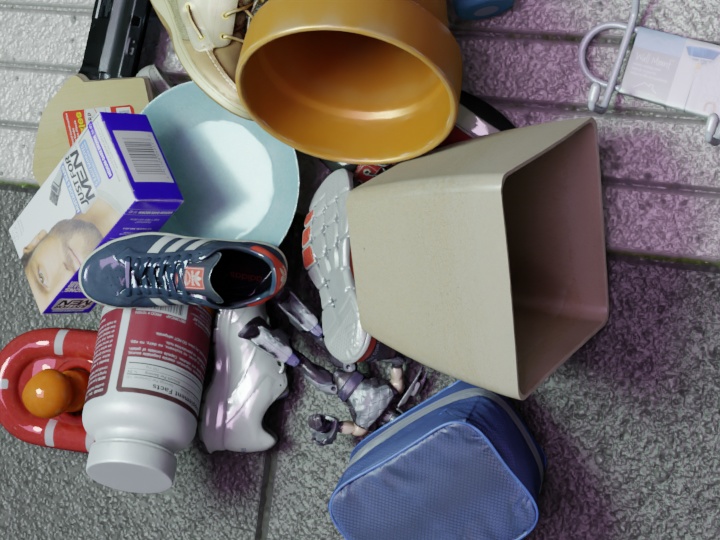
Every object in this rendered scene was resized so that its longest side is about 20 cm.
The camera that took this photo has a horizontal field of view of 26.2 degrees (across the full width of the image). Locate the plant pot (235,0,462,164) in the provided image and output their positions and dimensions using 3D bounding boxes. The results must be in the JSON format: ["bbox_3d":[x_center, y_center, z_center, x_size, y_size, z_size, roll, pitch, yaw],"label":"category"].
[{"bbox_3d":[0.001,-0.227,1.413,0.200,0.200,0.184,-4,57,23],"label":"plant pot"}]

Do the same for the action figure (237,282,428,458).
[{"bbox_3d":[-0.022,0.104,1.519,0.200,0.069,0.130,39,84,6],"label":"action figure"}]

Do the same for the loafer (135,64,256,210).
[{"bbox_3d":[-0.155,-0.145,1.607,0.070,0.070,0.200,-44,78,8],"label":"loafer"}]

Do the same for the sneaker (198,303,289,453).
[{"bbox_3d":[-0.111,0.090,1.580,0.087,0.075,0.200,7,90,2],"label":"sneaker"}]

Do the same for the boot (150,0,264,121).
[{"bbox_3d":[-0.109,-0.257,1.475,0.155,0.073,0.200,-43,59,23],"label":"boot"}]

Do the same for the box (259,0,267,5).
[{"bbox_3d":[-0.066,-0.376,1.560,0.124,0.097,0.200,45,105,19],"label":"box"}]

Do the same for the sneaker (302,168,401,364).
[{"bbox_3d":[0.000,0.000,1.495,0.077,0.082,0.200,-29,60,45],"label":"sneaker"}]

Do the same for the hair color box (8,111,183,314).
[{"bbox_3d":[-0.267,-0.055,1.543,0.200,0.065,0.109,-46,60,38],"label":"hair color box"}]

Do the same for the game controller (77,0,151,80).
[{"bbox_3d":[-0.255,-0.283,1.657,0.104,0.042,0.200,16,93,61],"label":"game controller"}]

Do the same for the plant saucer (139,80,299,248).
[{"bbox_3d":[-0.147,-0.089,1.549,0.201,0.039,0.201,1,94,20],"label":"plant saucer"}]

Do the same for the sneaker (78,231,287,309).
[{"bbox_3d":[-0.167,0.003,1.462,0.200,0.085,0.075,-5,101,-6],"label":"sneaker"}]

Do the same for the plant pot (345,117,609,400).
[{"bbox_3d":[0.100,-0.021,1.396,0.177,0.200,0.200,5,112,32],"label":"plant pot"}]

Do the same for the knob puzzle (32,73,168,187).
[{"bbox_3d":[-0.274,-0.114,1.654,0.219,0.030,0.220,15,116,32],"label":"knob puzzle"}]

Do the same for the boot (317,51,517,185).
[{"bbox_3d":[0.052,-0.117,1.515,0.200,0.072,0.145,30,106,22],"label":"boot"}]

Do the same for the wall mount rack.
[{"bbox_3d":[0.292,-0.212,1.406,0.200,0.075,0.174,19,94,23],"label":"wall mount rack"}]

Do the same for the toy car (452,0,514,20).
[{"bbox_3d":[0.113,-0.355,1.425,0.177,0.200,0.185,-17,80,22],"label":"toy car"}]

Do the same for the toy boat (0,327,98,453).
[{"bbox_3d":[-0.306,0.127,1.619,0.200,0.131,0.131,4,89,24],"label":"toy boat"}]

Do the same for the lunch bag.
[{"bbox_3d":[0.071,0.203,1.449,0.200,0.132,0.136,-32,98,20],"label":"lunch bag"}]

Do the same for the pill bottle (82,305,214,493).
[{"bbox_3d":[-0.211,0.111,1.526,0.113,0.113,0.200,-6,60,23],"label":"pill bottle"}]
